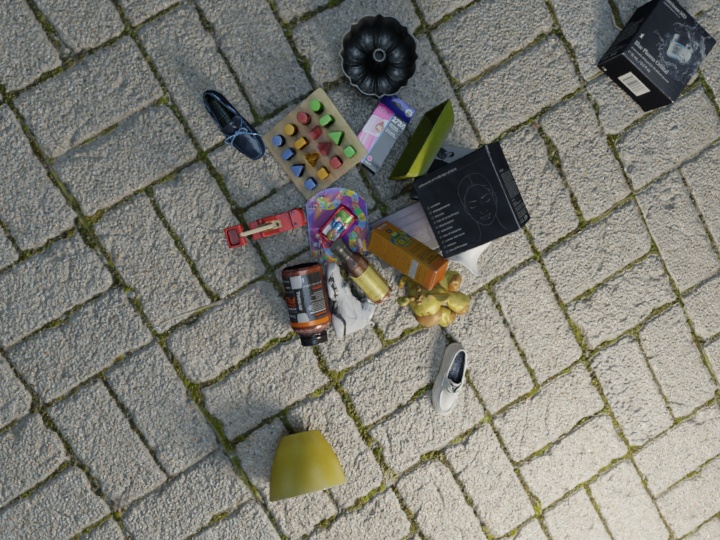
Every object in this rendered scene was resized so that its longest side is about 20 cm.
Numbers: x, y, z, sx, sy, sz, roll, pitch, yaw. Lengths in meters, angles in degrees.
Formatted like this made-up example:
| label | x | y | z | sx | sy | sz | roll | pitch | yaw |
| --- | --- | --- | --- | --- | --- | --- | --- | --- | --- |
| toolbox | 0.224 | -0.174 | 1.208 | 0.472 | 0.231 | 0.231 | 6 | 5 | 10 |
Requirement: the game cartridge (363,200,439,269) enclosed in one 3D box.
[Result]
| label | x | y | z | sx | sy | sz | roll | pitch | yaw |
| --- | --- | --- | --- | --- | --- | --- | --- | --- | --- |
| game cartridge | 0.121 | -0.095 | 1.343 | 0.198 | 0.038 | 0.131 | -23 | 103 | 21 |

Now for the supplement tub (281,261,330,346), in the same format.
| label | x | y | z | sx | sy | sz | roll | pitch | yaw |
| --- | --- | --- | --- | --- | --- | --- | --- | --- | --- |
| supplement tub | -0.133 | 0.086 | 1.324 | 0.105 | 0.107 | 0.204 | -11 | 97 | -6 |

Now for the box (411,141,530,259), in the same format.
| label | x | y | z | sx | sy | sz | roll | pitch | yaw |
| --- | --- | --- | --- | --- | --- | --- | --- | --- | --- |
| box | 0.257 | -0.161 | 1.210 | 0.198 | 0.124 | 0.199 | -22 | 96 | 33 |

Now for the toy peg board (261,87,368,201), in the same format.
| label | x | y | z | sx | sy | sz | roll | pitch | yaw |
| --- | --- | --- | --- | --- | --- | --- | --- | --- | --- |
| toy peg board | -0.116 | -0.305 | 1.273 | 0.198 | 0.098 | 0.201 | -37 | 99 | 9 |

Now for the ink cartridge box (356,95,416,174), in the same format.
| label | x | y | z | sx | sy | sz | roll | pitch | yaw |
| --- | --- | --- | --- | --- | --- | --- | --- | --- | --- |
| ink cartridge box | 0.055 | -0.358 | 1.343 | 0.094 | 0.037 | 0.201 | 34 | 88 | -9 |

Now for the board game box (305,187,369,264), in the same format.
| label | x | y | z | sx | sy | sz | roll | pitch | yaw |
| --- | --- | --- | --- | --- | --- | --- | --- | --- | --- |
| board game box | -0.056 | -0.106 | 1.324 | 0.155 | 0.039 | 0.203 | -4 | 109 | -2 |

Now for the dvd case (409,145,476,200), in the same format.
| label | x | y | z | sx | sy | sz | roll | pitch | yaw |
| --- | --- | --- | --- | --- | --- | --- | --- | --- | --- |
| dvd case | 0.235 | -0.238 | 1.322 | 0.197 | 0.025 | 0.153 | 14 | 86 | 25 |

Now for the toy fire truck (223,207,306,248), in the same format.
| label | x | y | z | sx | sy | sz | roll | pitch | yaw |
| --- | --- | --- | --- | --- | --- | --- | --- | --- | --- |
| toy fire truck | -0.226 | -0.107 | 1.274 | 0.197 | 0.141 | 0.050 | -17 | 98 | -5 |

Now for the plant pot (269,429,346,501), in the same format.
| label | x | y | z | sx | sy | sz | roll | pitch | yaw |
| --- | --- | --- | --- | --- | --- | --- | --- | --- | --- |
| plant pot | -0.146 | 0.492 | 1.336 | 0.197 | 0.200 | 0.144 | -12 | 71 | -6 |

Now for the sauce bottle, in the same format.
| label | x | y | z | sx | sy | sz | roll | pitch | yaw |
| --- | --- | --- | --- | --- | --- | --- | --- | --- | --- |
| sauce bottle | 0.000 | 0.000 | 1.333 | 0.066 | 0.066 | 0.200 | -42 | 113 | -2 |

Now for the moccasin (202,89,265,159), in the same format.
| label | x | y | z | sx | sy | sz | roll | pitch | yaw |
| --- | --- | --- | --- | --- | --- | --- | --- | --- | --- |
| moccasin | -0.316 | -0.348 | 1.270 | 0.200 | 0.068 | 0.080 | 45 | 102 | -6 |

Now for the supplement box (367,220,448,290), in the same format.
| label | x | y | z | sx | sy | sz | roll | pitch | yaw |
| --- | --- | --- | --- | --- | --- | --- | --- | --- | --- |
| supplement box | 0.113 | -0.039 | 1.273 | 0.199 | 0.066 | 0.070 | 33 | 135 | 24 |

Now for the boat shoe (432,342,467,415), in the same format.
| label | x | y | z | sx | sy | sz | roll | pitch | yaw |
| --- | --- | --- | --- | --- | --- | --- | --- | --- | --- |
| boat shoe | 0.249 | 0.300 | 1.415 | 0.071 | 0.069 | 0.203 | 18 | 93 | -9 |

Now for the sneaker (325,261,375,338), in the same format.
| label | x | y | z | sx | sy | sz | roll | pitch | yaw |
| --- | --- | --- | --- | --- | --- | --- | --- | --- | --- |
| sneaker | -0.027 | 0.069 | 1.355 | 0.113 | 0.075 | 0.203 | -10 | 102 | -7 |

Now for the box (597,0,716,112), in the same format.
| label | x | y | z | sx | sy | sz | roll | pitch | yaw |
| --- | --- | --- | --- | --- | --- | --- | --- | --- | --- |
| box | 0.779 | -0.572 | 1.379 | 0.196 | 0.117 | 0.201 | 36 | 89 | -9 |

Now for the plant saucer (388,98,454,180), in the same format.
| label | x | y | z | sx | sy | sz | roll | pitch | yaw |
| --- | --- | --- | --- | --- | --- | --- | --- | --- | --- |
| plant saucer | 0.155 | -0.303 | 1.278 | 0.047 | 0.200 | 0.202 | 29 | 91 | -12 |

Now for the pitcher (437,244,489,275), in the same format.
| label | x | y | z | sx | sy | sz | roll | pitch | yaw |
| --- | --- | --- | --- | --- | --- | --- | --- | --- | --- |
| pitcher | 0.272 | -0.110 | 1.357 | 0.169 | 0.121 | 0.203 | 18 | 104 | -9 |

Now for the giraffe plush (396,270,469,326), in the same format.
| label | x | y | z | sx | sy | sz | roll | pitch | yaw |
| --- | --- | --- | --- | --- | --- | --- | --- | --- | --- |
| giraffe plush | 0.175 | 0.071 | 1.314 | 0.172 | 0.162 | 0.201 | -36 | 96 | 20 |

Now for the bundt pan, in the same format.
| label | x | y | z | sx | sy | sz | roll | pitch | yaw |
| --- | --- | --- | --- | --- | --- | --- | --- | --- | --- |
| bundt pan | 0.043 | -0.523 | 1.299 | 0.198 | 0.076 | 0.206 | 0 | 92 | -5 |
